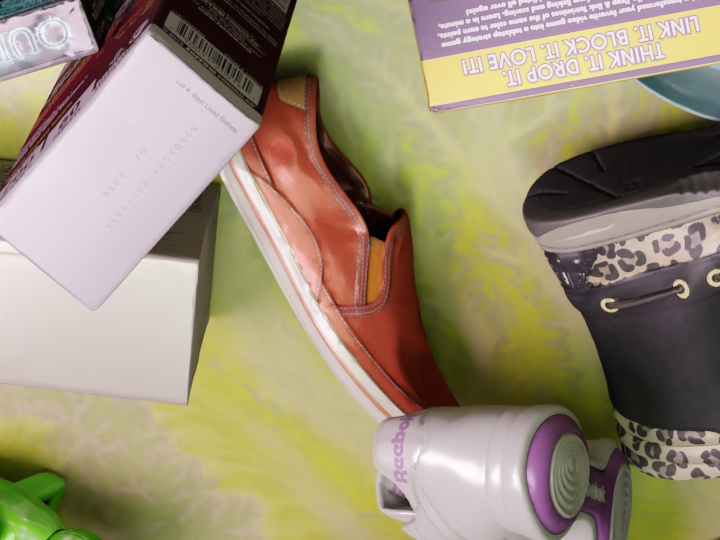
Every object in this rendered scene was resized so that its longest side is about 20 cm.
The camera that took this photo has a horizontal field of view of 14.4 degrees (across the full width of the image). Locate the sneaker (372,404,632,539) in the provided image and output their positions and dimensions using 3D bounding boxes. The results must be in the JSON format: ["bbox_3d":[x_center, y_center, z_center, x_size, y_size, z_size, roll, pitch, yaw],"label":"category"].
[{"bbox_3d":[0.066,0.100,1.284,0.099,0.200,0.075,4,70,20],"label":"sneaker"}]

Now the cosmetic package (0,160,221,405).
[{"bbox_3d":[-0.167,-0.001,1.276,0.198,0.104,0.074,6,112,0],"label":"cosmetic package"}]

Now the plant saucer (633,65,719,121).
[{"bbox_3d":[0.181,-0.161,1.234,0.198,0.027,0.202,1,112,3],"label":"plant saucer"}]

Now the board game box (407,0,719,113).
[{"bbox_3d":[0.110,-0.165,1.181,0.199,0.057,0.167,-8,102,21],"label":"board game box"}]

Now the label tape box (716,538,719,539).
[{"bbox_3d":[0.164,0.187,1.311,0.199,0.144,0.064,-20,112,11],"label":"label tape box"}]

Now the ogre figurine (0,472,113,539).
[{"bbox_3d":[-0.187,0.152,1.342,0.098,0.200,0.121,11,107,-49],"label":"ogre figurine"}]

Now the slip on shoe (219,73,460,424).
[{"bbox_3d":[0.000,0.000,1.287,0.061,0.074,0.201,-28,103,10],"label":"slip on shoe"}]

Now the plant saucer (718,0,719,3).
[{"bbox_3d":[0.232,-0.143,1.105,0.199,0.035,0.202,1,101,6],"label":"plant saucer"}]

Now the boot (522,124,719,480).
[{"bbox_3d":[0.186,0.010,1.263,0.202,0.074,0.155,-8,121,20],"label":"boot"}]

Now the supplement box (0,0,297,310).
[{"bbox_3d":[-0.087,-0.074,1.189,0.061,0.200,0.109,39,108,-11],"label":"supplement box"}]

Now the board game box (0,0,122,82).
[{"bbox_3d":[-0.199,-0.097,1.221,0.199,0.135,0.028,-16,111,10],"label":"board game box"}]
